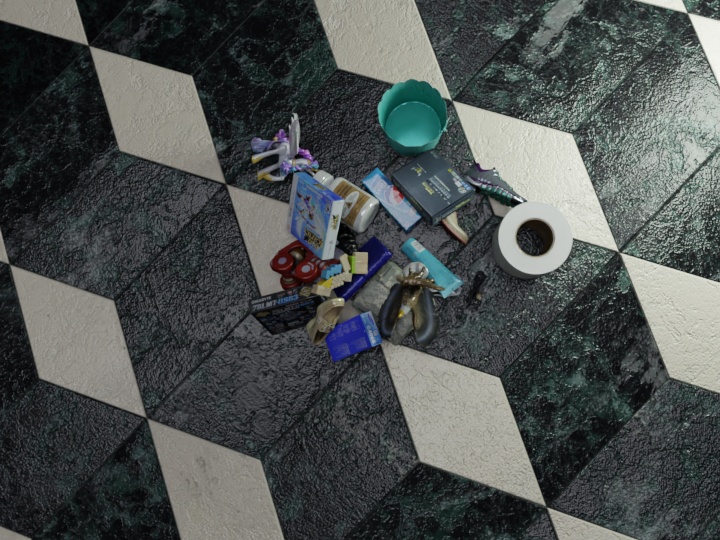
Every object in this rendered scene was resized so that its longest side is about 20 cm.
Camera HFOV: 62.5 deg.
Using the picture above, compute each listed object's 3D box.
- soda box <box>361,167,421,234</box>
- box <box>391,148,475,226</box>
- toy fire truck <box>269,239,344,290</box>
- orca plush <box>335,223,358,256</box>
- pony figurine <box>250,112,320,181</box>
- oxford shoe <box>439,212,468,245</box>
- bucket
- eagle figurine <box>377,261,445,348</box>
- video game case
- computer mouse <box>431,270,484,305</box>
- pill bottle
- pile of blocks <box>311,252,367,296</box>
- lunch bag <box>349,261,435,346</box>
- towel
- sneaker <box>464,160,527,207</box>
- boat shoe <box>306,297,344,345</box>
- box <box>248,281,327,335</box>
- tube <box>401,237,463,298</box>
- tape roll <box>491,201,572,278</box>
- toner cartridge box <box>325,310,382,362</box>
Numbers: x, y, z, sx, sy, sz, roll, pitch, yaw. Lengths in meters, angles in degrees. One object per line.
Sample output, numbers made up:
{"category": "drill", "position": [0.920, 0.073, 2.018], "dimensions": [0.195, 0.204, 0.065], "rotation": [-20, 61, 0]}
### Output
{"category": "soda box", "position": [0.094, -0.205, 1.755], "dimensions": [0.064, 0.068, 0.200], "rotation": [-42, 82, 0]}
{"category": "box", "position": [0.207, -0.243, 1.711], "dimensions": [0.157, 0.051, 0.200], "rotation": [-32, 62, -12]}
{"category": "toy fire truck", "position": [-0.156, -0.022, 1.740], "dimensions": [0.199, 0.112, 0.168], "rotation": [20, 59, 25]}
{"category": "orca plush", "position": [-0.059, -0.098, 1.709], "dimensions": [0.104, 0.071, 0.201], "rotation": [-6, 40, -13]}
{"category": "pony figurine", "position": [-0.224, -0.358, 1.775], "dimensions": [0.198, 0.167, 0.194], "rotation": [-7, 115, 1]}
{"category": "oxford shoe", "position": [0.258, -0.165, 1.735], "dimensions": [0.075, 0.070, 0.200], "rotation": [-38, 82, -2]}
{"category": "bucket", "position": [0.154, -0.439, 1.739], "dimensions": [0.205, 0.135, 0.209], "rotation": [-1, 84, 5]}
{"category": "eagle figurine", "position": [0.129, 0.093, 1.565], "dimensions": [0.150, 0.201, 0.152], "rotation": [-21, 47, -23]}
{"category": "video game case", "position": [-0.135, -0.157, 1.692], "dimensions": [0.200, 0.045, 0.182], "rotation": [39, 128, 40]}
{"category": "computer mouse", "position": [0.257, 0.043, 1.722], "dimensions": [0.198, 0.044, 0.110], "rotation": [6, 61, 10]}
{"category": "pill bottle", "position": [-0.054, -0.207, 1.743], "dimensions": [0.199, 0.114, 0.115], "rotation": [33, 88, 13]}
{"category": "pile of blocks", "position": [-0.066, 0.003, 1.592], "dimensions": [0.199, 0.062, 0.083], "rotation": [-31, 113, -35]}
{"category": "lunch bag", "position": [0.090, 0.095, 1.686], "dimensions": [0.200, 0.139, 0.168], "rotation": [43, 83, 7]}
{"category": "towel", "position": [0.000, 0.000, 1.713], "dimensions": [0.200, 0.148, 0.050], "rotation": [-45, 117, 3]}
{"category": "sneaker", "position": [0.404, -0.254, 1.731], "dimensions": [0.199, 0.074, 0.088], "rotation": [25, 82, 8]}
{"category": "boat shoe", "position": [-0.094, 0.143, 1.663], "dimensions": [0.072, 0.200, 0.065], "rotation": [2, 57, -31]}
{"category": "box", "position": [-0.192, 0.111, 1.681], "dimensions": [0.198, 0.199, 0.050], "rotation": [-16, 64, 4]}
{"category": "tube", "position": [0.202, -0.012, 1.711], "dimensions": [0.077, 0.050, 0.200], "rotation": [-38, 68, -13]}
{"category": "tape roll", "position": [0.478, -0.082, 1.670], "dimensions": [0.201, 0.139, 0.205], "rotation": [-1, 83, 5]}
{"category": "toner cartridge box", "position": [-0.025, 0.188, 1.671], "dimensions": [0.043, 0.200, 0.096], "rotation": [-16, 82, -39]}
